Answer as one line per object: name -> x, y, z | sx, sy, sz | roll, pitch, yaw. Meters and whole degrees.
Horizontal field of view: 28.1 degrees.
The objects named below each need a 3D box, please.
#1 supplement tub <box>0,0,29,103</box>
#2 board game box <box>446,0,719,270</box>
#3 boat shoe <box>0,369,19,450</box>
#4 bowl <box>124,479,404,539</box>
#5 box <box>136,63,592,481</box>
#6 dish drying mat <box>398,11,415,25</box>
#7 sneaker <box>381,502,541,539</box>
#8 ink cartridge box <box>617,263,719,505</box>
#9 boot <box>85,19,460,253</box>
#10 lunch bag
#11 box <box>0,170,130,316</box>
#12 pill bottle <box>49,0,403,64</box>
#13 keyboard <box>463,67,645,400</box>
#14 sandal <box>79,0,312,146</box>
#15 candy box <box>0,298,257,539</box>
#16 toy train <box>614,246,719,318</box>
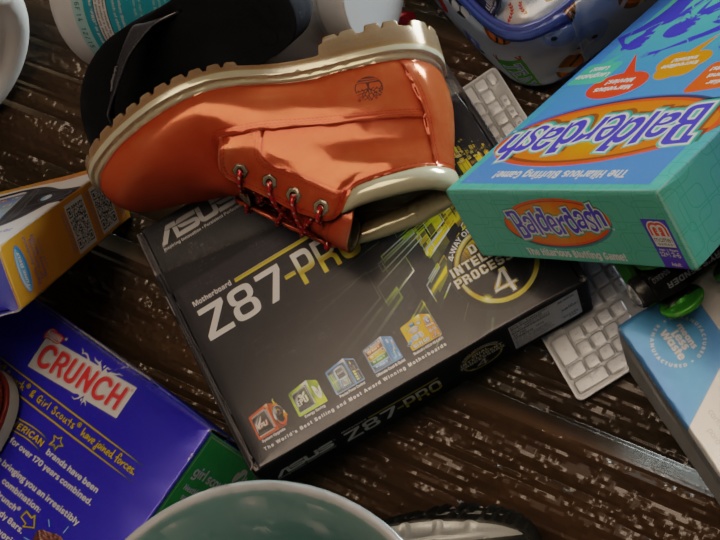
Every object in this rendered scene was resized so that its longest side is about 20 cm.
supplement tub -> -0.324, -0.180, 0.933 | 0.200, 0.132, 0.132 | 36, 84, 28
board game box -> 0.159, -0.080, 0.696 | 0.200, 0.045, 0.152 | -42, 24, -24
boat shoe -> -0.246, 0.131, 0.736 | 0.071, 0.063, 0.200 | 21, 79, 27
bowl -> -0.027, 0.199, 0.628 | 0.201, 0.105, 0.201 | -8, 70, 23
box -> 0.000, 0.000, 0.778 | 0.200, 0.049, 0.161 | -30, 62, 1
dish drying mat -> -0.006, -0.058, 0.837 | 0.077, 0.018, 0.200 | -4, 68, 17
sneaker -> -0.001, 0.167, 0.727 | 0.200, 0.074, 0.080 | -16, 79, 17
ink cartridge box -> 0.239, 0.029, 0.686 | 0.200, 0.067, 0.116 | -32, 63, 1
boot -> -0.045, -0.053, 0.748 | 0.200, 0.075, 0.107 | -16, 68, 7
lunch bag -> 0.118, -0.211, 0.826 | 0.200, 0.076, 0.160 | -37, 60, 1
box -> -0.217, -0.007, 0.801 | 0.119, 0.200, 0.042 | -13, 103, 13
pill bottle -> -0.076, -0.167, 0.839 | 0.200, 0.111, 0.111 | 8, 72, 31
keyboard -> 0.096, -0.024, 0.793 | 0.056, 0.011, 0.200 | -30, 62, 5
sandal -> -0.105, -0.111, 0.792 | 0.076, 0.200, 0.043 | 46, 47, -7
candy box -> -0.180, 0.135, 0.788 | 0.169, 0.077, 0.200 | 32, 83, 28
toy train -> 0.206, -0.045, 0.675 | 0.200, 0.042, 0.056 | -33, 21, 0
